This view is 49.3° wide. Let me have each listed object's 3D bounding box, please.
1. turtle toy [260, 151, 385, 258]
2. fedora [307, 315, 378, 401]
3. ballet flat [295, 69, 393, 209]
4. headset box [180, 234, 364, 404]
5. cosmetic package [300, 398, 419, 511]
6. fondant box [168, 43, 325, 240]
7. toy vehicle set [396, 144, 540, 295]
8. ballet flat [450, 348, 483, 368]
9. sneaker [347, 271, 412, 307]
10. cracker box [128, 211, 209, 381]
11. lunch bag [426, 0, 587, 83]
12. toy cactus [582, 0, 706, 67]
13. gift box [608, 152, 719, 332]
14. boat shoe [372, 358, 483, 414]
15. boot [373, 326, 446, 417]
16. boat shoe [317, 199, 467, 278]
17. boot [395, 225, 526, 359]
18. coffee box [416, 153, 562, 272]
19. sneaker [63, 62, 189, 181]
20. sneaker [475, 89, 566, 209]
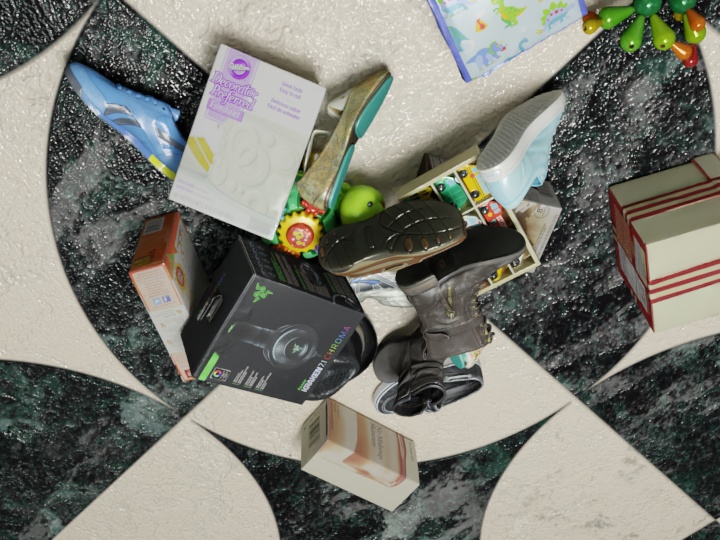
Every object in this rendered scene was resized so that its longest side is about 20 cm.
[{"bbox_3d":[-0.062,-0.078,1.090,0.195,0.102,0.148,-13,124,5],"label":"turtle toy"},{"bbox_3d":[-0.067,0.144,1.243,0.195,0.092,0.204,-2,125,-3],"label":"fedora"},{"bbox_3d":[-0.026,-0.179,1.015,0.070,0.070,0.203,27,87,-21],"label":"ballet flat"},{"bbox_3d":[-0.126,0.070,1.064,0.197,0.093,0.176,22,113,-36],"label":"headset box"},{"bbox_3d":[-0.001,0.320,1.363,0.198,0.104,0.087,30,119,-24],"label":"cosmetic package"},{"bbox_3d":[-0.142,-0.161,0.997,0.141,0.058,0.204,20,96,-6],"label":"fondant box"},{"bbox_3d":[0.148,-0.058,1.065,0.122,0.027,0.201,-27,122,15],"label":"toy vehicle set"},{"bbox_3d":[0.150,0.068,1.235,0.063,0.075,0.203,-35,130,-17],"label":"ballet flat"},{"bbox_3d":[0.000,0.000,1.174,0.195,0.077,0.087,0,115,-13],"label":"sneaker"},{"bbox_3d":[-0.260,0.038,1.133,0.056,0.135,0.203,-14,124,6],"label":"cracker box"},{"bbox_3d":[0.153,-0.346,0.911,0.167,0.128,0.202,-27,112,13],"label":"lunch bag"},{"bbox_3d":[0.359,-0.348,0.960,0.196,0.102,0.168,18,102,-13],"label":"toy cactus"},{"bbox_3d":[0.476,-0.028,1.110,0.182,0.202,0.187,-17,129,6],"label":"gift box"},{"bbox_3d":[0.113,0.206,1.314,0.196,0.068,0.073,-19,124,9],"label":"boat shoe"},{"bbox_3d":[0.068,0.167,1.217,0.069,0.134,0.200,28,142,-15],"label":"boot"},{"bbox_3d":[0.043,-0.037,1.031,0.195,0.078,0.074,-11,157,15],"label":"boat shoe"},{"bbox_3d":[0.152,0.039,1.085,0.196,0.070,0.176,-19,129,15],"label":"boot"},{"bbox_3d":[0.169,-0.080,1.118,0.195,0.081,0.115,10,124,-11],"label":"coffee box"},{"bbox_3d":[-0.286,-0.207,1.015,0.078,0.066,0.200,-43,118,9],"label":"sneaker"},{"bbox_3d":[0.216,-0.155,1.018,0.073,0.200,0.083,2,132,47],"label":"sneaker"}]
